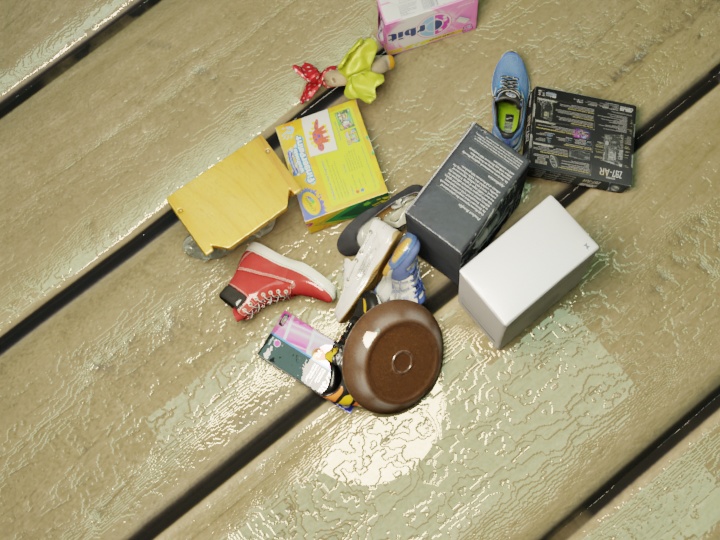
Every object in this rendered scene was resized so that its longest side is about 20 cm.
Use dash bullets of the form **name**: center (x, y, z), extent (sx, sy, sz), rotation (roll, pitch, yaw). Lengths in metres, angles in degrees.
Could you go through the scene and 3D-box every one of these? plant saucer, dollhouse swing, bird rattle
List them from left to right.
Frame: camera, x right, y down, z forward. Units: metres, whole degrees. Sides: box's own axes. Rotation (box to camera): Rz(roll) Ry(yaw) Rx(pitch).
- **dollhouse swing**: center (-0.224, -0.117, 1.428), extent (0.199, 0.176, 0.183), rotation (-35, 76, -11)
- **bird rattle**: center (-0.023, -0.371, 1.510), extent (0.162, 0.198, 0.114), rotation (-31, 108, -40)
- **plant saucer**: center (0.064, 0.152, 1.340), extent (0.197, 0.037, 0.204), rotation (-5, 102, -25)

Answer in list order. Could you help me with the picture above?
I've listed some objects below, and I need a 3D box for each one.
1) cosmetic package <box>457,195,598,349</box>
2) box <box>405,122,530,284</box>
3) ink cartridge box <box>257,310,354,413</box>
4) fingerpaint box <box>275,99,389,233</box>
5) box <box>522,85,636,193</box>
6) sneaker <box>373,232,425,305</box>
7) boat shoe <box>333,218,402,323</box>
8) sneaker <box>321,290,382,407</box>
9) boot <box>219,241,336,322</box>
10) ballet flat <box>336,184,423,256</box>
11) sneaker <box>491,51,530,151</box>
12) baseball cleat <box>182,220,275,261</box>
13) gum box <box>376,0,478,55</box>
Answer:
- **cosmetic package**: center (0.275, 0.009, 1.333), extent (0.199, 0.200, 0.123), rotation (-38, 74, -6)
- **box**: center (0.182, -0.110, 1.368), extent (0.123, 0.200, 0.197), rotation (38, 82, 14)
- **ink cartridge box**: center (-0.079, 0.163, 1.416), extent (0.198, 0.037, 0.095), rotation (30, 79, 11)
- **fingerpaint box**: center (-0.053, -0.196, 1.488), extent (0.164, 0.073, 0.203), rotation (-20, 73, -1)
- **box**: center (0.401, -0.240, 1.449), extent (0.196, 0.044, 0.163), rotation (9, 76, -4)
- **sneaker**: center (0.082, 0.013, 1.364), extent (0.087, 0.201, 0.076), rotation (31, 57, 7)
- **boat shoe**: center (0.000, 0.000, 1.410), extent (0.069, 0.071, 0.202), rotation (35, 105, 16)
- **sneaker**: center (-0.016, 0.132, 1.356), extent (0.089, 0.070, 0.204), rotation (9, 90, -24)
- **boot**: center (-0.151, 0.049, 1.424), extent (0.198, 0.073, 0.146), rotation (22, 67, 19)
- **ballet flat**: center (0.045, -0.087, 1.441), extent (0.199, 0.073, 0.074), rotation (-34, 74, -1)
- **sneaker**: center (0.284, -0.322, 1.480), extent (0.077, 0.089, 0.204), rotation (2, 75, 5)
- **baseball cleat**: center (-0.240, -0.084, 1.489), extent (0.197, 0.070, 0.107), rotation (-16, 36, 17)
- **gum box**: center (0.125, -0.498, 1.530), extent (0.197, 0.114, 0.067), rotation (-17, 73, 0)
